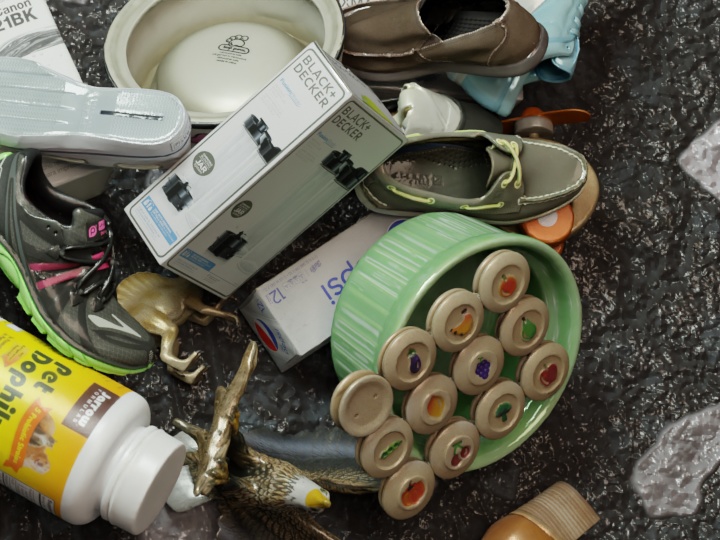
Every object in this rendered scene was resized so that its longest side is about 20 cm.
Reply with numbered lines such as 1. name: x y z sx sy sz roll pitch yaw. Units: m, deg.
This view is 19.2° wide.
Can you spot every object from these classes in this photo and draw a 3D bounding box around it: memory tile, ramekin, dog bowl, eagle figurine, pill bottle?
1. memory tile: 0.073 0.089 1.642 0.200 0.017 0.154 -39 128 -17
2. ramekin: 0.072 0.051 1.702 0.199 0.098 0.202 -16 119 -31
3. dog bowl: -0.106 -0.164 1.737 0.198 0.074 0.201 -4 47 5
4. eagle figurine: -0.052 0.178 1.674 0.152 0.151 0.200 -45 126 15
5. pill bottle: -0.235 0.119 1.605 0.199 0.109 0.110 27 66 11

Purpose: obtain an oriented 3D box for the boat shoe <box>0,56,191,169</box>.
1. boat shoe: -0.226 -0.109 1.636 0.198 0.067 0.074 14 63 11

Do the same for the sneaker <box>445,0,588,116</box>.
1. sneaker: 0.163 -0.203 1.823 0.200 0.074 0.082 -43 87 -20

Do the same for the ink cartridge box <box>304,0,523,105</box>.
1. ink cartridge box: 0.040 -0.232 1.858 0.198 0.045 0.178 3 73 -16

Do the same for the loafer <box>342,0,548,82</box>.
1. loafer: 0.056 -0.205 1.746 0.198 0.071 0.073 1 56 26

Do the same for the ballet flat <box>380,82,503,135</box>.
1. ballet flat: 0.022 -0.118 1.773 0.198 0.069 0.068 -9 58 -2

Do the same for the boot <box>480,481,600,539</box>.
1. boot: 0.167 0.288 1.719 0.154 0.074 0.200 -38 74 -24

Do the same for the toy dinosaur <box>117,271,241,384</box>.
1. toy dinosaur: -0.166 0.046 1.713 0.101 0.058 0.200 41 58 15

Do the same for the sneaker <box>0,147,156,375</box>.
1. sneaker: -0.218 -0.005 1.605 0.084 0.077 0.200 -35 98 21

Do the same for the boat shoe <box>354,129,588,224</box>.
1. boat shoe: 0.097 -0.078 1.730 0.200 0.060 0.073 -2 79 -15

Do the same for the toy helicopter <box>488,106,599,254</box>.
1. toy helicopter: 0.112 -0.099 1.824 0.199 0.079 0.133 25 74 5

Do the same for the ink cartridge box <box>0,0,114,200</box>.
1. ink cartridge box: -0.303 -0.139 1.704 0.143 0.084 0.201 -22 81 -21

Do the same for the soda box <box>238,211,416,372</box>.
1. soda box: 0.000 0.000 1.761 0.199 0.063 0.068 -35 87 -23

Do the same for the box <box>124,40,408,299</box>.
1. box: -0.072 -0.075 1.650 0.200 0.117 0.060 -40 63 8
